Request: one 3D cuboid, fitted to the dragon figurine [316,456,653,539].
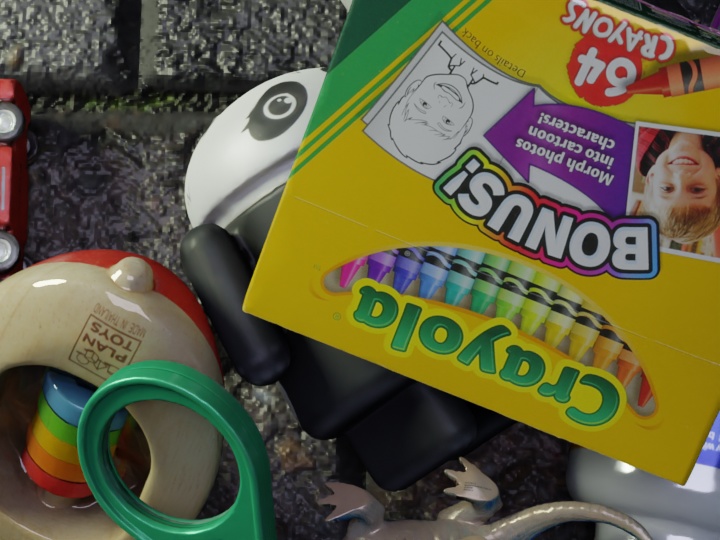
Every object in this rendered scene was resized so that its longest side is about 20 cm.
[{"bbox_3d":[0.036,0.139,0.812,0.199,0.100,0.059,-11,53,4],"label":"dragon figurine"}]

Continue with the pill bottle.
[{"bbox_3d":[0.159,0.068,0.834,0.111,0.112,0.201,13,77,1],"label":"pill bottle"}]

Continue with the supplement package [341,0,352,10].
[{"bbox_3d":[0.077,-0.121,0.872,0.109,0.114,0.200,-33,80,-9],"label":"supplement package"}]

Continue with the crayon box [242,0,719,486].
[{"bbox_3d":[0.074,-0.030,0.719,0.199,0.058,0.173,21,107,2],"label":"crayon box"}]

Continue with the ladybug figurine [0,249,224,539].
[{"bbox_3d":[-0.123,0.060,0.803,0.135,0.200,0.072,30,42,-2],"label":"ladybug figurine"}]

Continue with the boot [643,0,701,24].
[{"bbox_3d":[0.125,-0.136,0.784,0.199,0.073,0.151,14,77,6],"label":"boot"}]

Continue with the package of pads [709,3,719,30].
[{"bbox_3d":[0.247,-0.183,0.867,0.068,0.155,0.201,27,78,-1],"label":"package of pads"}]

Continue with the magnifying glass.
[{"bbox_3d":[-0.051,0.127,0.747,0.079,0.022,0.201,-22,105,26],"label":"magnifying glass"}]

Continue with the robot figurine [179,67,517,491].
[{"bbox_3d":[0.000,0.000,0.836,0.124,0.150,0.201,-31,81,8],"label":"robot figurine"}]

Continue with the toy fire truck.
[{"bbox_3d":[-0.234,0.003,0.868,0.140,0.049,0.201,-1,77,0],"label":"toy fire truck"}]
